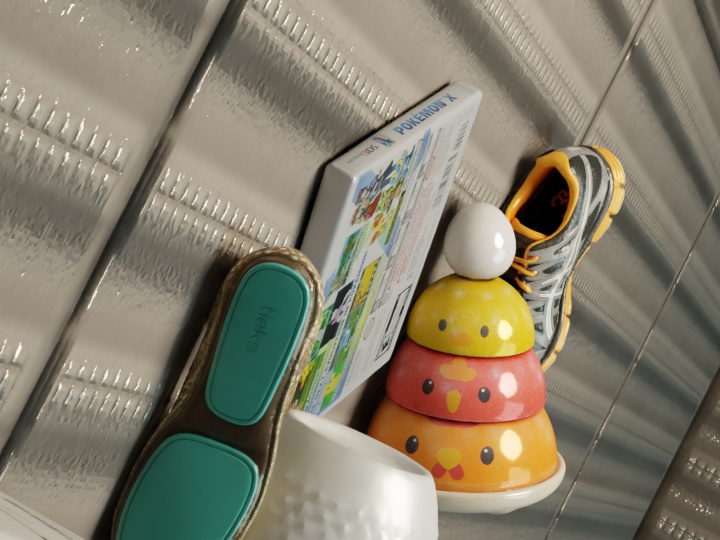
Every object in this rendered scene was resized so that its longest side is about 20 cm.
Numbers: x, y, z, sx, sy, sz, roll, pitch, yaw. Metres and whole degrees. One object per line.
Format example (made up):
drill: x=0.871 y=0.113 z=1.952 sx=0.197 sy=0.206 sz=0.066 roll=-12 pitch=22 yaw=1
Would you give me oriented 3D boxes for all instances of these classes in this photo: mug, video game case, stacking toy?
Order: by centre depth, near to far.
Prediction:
mug: x=-0.040 y=0.170 z=1.230 sx=0.176 sy=0.147 sz=0.200 roll=-66 pitch=-168 yaw=3
video game case: x=0.000 y=0.000 z=1.308 sx=0.182 sy=0.022 sz=0.201 roll=-37 pitch=151 yaw=-57
stacking toy: x=0.070 y=0.052 z=1.494 sx=0.146 sy=0.145 sz=0.202 roll=-30 pitch=125 yaw=-63

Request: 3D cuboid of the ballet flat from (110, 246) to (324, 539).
ballet flat: x=-0.069 y=0.080 z=1.142 sx=0.201 sy=0.070 sz=0.065 roll=-62 pitch=179 yaw=10

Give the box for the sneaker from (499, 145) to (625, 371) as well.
sneaker: x=0.120 y=-0.004 z=1.610 sx=0.077 sy=0.078 sz=0.201 roll=14 pitch=99 yaw=-60

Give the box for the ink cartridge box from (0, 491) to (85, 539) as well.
ink cartridge box: x=-0.162 y=0.098 z=0.717 sx=0.085 sy=0.144 sz=0.200 roll=-61 pitch=164 yaw=-7
